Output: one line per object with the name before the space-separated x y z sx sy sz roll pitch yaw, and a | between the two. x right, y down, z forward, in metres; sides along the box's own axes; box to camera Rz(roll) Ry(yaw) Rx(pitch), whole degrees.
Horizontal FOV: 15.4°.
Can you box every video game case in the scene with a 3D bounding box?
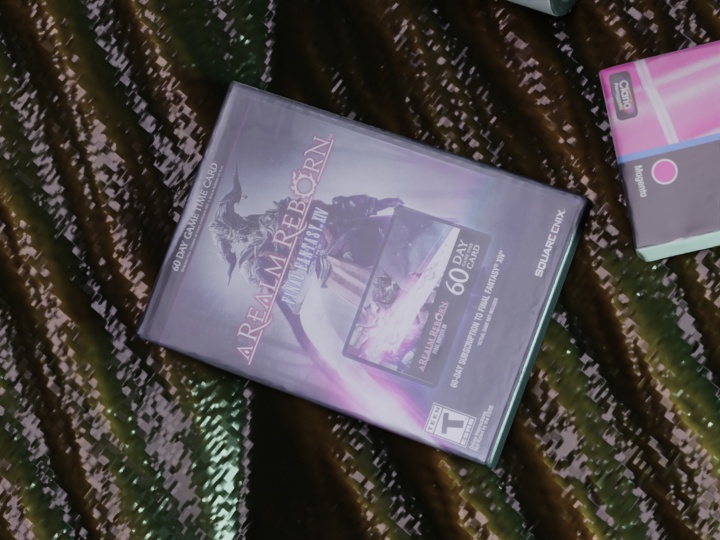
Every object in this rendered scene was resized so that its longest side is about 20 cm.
video game case | 0.000 0.000 1.352 0.200 0.019 0.143 19 86 16

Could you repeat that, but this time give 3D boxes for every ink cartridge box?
ink cartridge box | 0.222 -0.073 1.299 0.200 0.037 0.095 -13 77 10

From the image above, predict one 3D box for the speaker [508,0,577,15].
speaker | 0.021 -0.195 1.348 0.200 0.081 0.081 19 86 17
